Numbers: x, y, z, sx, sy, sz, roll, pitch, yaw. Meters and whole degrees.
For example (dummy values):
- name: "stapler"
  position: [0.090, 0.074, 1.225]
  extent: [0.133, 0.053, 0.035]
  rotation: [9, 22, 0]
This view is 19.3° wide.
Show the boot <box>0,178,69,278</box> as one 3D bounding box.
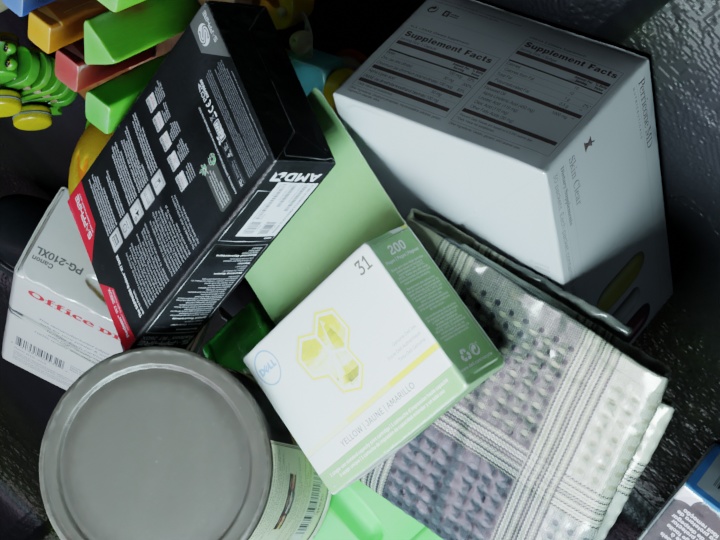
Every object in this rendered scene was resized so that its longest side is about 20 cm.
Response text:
- name: "boot"
  position: [-0.228, -0.038, 1.724]
  extent: [0.200, 0.076, 0.168]
  rotation: [29, 153, 10]

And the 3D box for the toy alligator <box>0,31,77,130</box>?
- name: "toy alligator"
  position: [-0.266, -0.153, 1.591]
  extent: [0.054, 0.059, 0.200]
  rotation: [-12, 163, 22]

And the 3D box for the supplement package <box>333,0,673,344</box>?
- name: "supplement package"
  position: [0.092, -0.044, 1.289]
  extent: [0.156, 0.111, 0.200]
  rotation: [23, 146, 32]

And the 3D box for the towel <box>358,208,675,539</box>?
- name: "towel"
  position: [0.081, 0.084, 1.268]
  extent: [0.192, 0.035, 0.200]
  rotation: [34, 126, 19]

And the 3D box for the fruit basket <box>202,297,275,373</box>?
- name: "fruit basket"
  position: [-0.036, 0.124, 1.644]
  extent: [0.200, 0.094, 0.185]
  rotation: [52, -178, -23]

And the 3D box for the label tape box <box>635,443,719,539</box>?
- name: "label tape box"
  position: [0.243, 0.237, 1.462]
  extent: [0.143, 0.066, 0.200]
  rotation: [37, 127, 9]

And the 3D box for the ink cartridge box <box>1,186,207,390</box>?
- name: "ink cartridge box"
  position: [-0.193, 0.034, 1.634]
  extent: [0.145, 0.084, 0.200]
  rotation: [26, 156, -2]

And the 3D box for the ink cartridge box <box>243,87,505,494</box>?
- name: "ink cartridge box"
  position: [-0.021, 0.014, 1.261]
  extent: [0.200, 0.048, 0.146]
  rotation: [55, 133, 8]

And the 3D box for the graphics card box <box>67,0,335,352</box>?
- name: "graphics card box"
  position: [-0.102, -0.054, 1.295]
  extent: [0.200, 0.051, 0.126]
  rotation: [-50, 52, 40]

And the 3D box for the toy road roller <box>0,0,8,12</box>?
- name: "toy road roller"
  position: [-0.320, -0.259, 1.505]
  extent: [0.200, 0.123, 0.146]
  rotation: [14, 129, 41]

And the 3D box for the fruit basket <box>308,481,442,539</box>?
- name: "fruit basket"
  position: [0.008, 0.242, 1.524]
  extent: [0.216, 0.216, 0.156]
  rotation: [45, -178, -4]

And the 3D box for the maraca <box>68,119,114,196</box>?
- name: "maraca"
  position: [-0.141, -0.056, 1.458]
  extent: [0.137, 0.107, 0.200]
  rotation: [52, 162, -6]

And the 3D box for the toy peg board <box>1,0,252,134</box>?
- name: "toy peg board"
  position: [-0.170, -0.204, 1.341]
  extent: [0.199, 0.098, 0.200]
  rotation: [37, 138, 27]

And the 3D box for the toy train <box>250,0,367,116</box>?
- name: "toy train"
  position: [-0.061, -0.153, 1.377]
  extent: [0.200, 0.056, 0.150]
  rotation: [59, 144, 0]

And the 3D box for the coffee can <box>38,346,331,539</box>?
- name: "coffee can"
  position: [-0.107, 0.131, 1.373]
  extent: [0.146, 0.147, 0.200]
  rotation: [35, 180, 13]

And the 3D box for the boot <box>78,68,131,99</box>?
- name: "boot"
  position: [-0.115, -0.092, 1.558]
  extent: [0.200, 0.068, 0.188]
  rotation: [58, 156, -12]
